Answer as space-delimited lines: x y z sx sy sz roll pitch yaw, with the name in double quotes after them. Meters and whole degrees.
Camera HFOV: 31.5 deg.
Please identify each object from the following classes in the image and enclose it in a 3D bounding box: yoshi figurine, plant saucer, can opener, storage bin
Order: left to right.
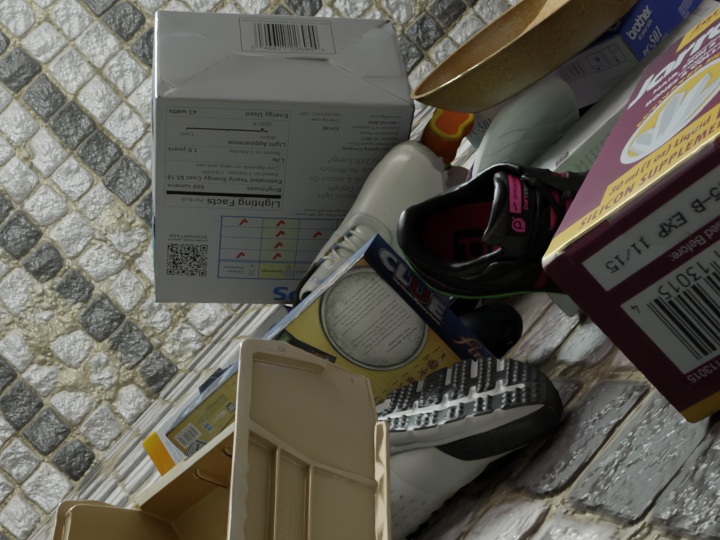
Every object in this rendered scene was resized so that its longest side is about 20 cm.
-0.078 0.164 0.628 0.200 0.093 0.201 -41 37 39 "storage bin"
0.038 0.083 0.852 0.201 0.063 0.079 -56 43 36 "can opener"
0.075 -0.037 1.046 0.113 0.110 0.202 -112 32 -47 "yoshi figurine"
0.124 -0.163 0.870 0.199 0.036 0.200 -35 11 7 "plant saucer"

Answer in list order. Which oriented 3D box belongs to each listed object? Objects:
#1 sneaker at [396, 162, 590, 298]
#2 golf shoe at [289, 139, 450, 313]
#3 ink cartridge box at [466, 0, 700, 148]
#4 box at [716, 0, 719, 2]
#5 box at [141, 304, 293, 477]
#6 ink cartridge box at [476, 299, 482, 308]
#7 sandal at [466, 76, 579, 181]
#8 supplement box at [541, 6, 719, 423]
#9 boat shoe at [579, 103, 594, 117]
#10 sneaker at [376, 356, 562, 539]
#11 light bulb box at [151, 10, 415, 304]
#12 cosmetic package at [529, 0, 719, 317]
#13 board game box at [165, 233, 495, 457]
0.109 -0.023 0.724 0.197 0.078 0.084 -13 -17 25 "sneaker"
0.000 0.000 0.936 0.097 0.078 0.202 -9 -54 -64 "golf shoe"
0.160 -0.163 0.985 0.199 0.044 0.094 -17 31 54 "ink cartridge box"
0.258 -0.245 1.210 0.182 0.104 0.200 -44 7 6 "box"
-0.077 0.124 1.044 0.200 0.120 0.041 -43 -24 11 "box"
0.007 0.075 0.928 0.200 0.044 0.094 -44 -24 -13 "ink cartridge box"
0.107 -0.068 0.925 0.082 0.050 0.204 -24 -34 -17 "sandal"
0.183 -0.050 0.573 0.131 0.103 0.200 -40 9 40 "supplement box"
0.188 -0.106 1.017 0.199 0.071 0.091 -28 16 45 "boat shoe"
0.029 0.113 0.728 0.198 0.081 0.074 -23 13 24 "sneaker"
-0.070 -0.086 1.026 0.126 0.195 0.202 -99 14 -48 "light bulb box"
0.179 -0.075 0.817 0.200 0.081 0.113 -45 5 13 "cosmetic package"
-0.013 0.090 0.798 0.200 0.136 0.035 -41 8 30 "board game box"
